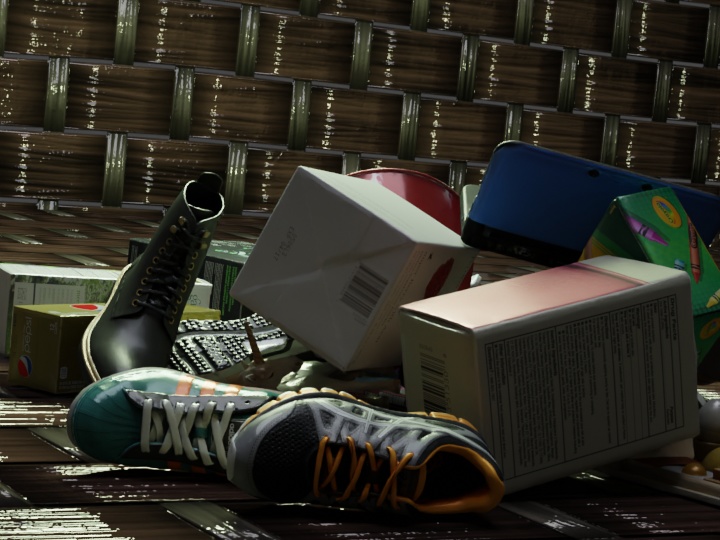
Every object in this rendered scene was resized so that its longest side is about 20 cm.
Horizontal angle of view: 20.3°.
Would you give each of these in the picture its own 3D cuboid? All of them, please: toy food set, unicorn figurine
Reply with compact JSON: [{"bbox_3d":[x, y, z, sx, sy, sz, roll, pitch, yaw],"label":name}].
[{"bbox_3d":[0.292,0.139,1.555,0.143,0.061,0.199,1,6,-41],"label":"toy food set"},{"bbox_3d":[-0.036,0.098,1.667,0.136,0.075,0.200,5,-11,-6],"label":"unicorn figurine"}]

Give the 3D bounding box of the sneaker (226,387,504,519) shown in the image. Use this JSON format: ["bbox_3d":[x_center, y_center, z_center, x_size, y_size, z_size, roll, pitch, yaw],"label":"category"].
[{"bbox_3d":[0.008,0.127,1.335,0.198,0.079,0.077,2,15,-24],"label":"sneaker"}]

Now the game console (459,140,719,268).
[{"bbox_3d":[0.193,-0.060,1.699,0.198,0.119,0.171,15,22,-4],"label":"game console"}]

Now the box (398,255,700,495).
[{"bbox_3d":[0.141,0.074,1.497,0.198,0.129,0.109,-13,15,-29],"label":"box"}]

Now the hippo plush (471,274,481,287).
[{"bbox_3d":[0.071,0.012,2.078,0.158,0.202,0.160,-21,25,-24],"label":"hippo plush"}]

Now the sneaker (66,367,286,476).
[{"bbox_3d":[-0.103,0.108,1.410,0.198,0.072,0.080,4,1,-29],"label":"sneaker"}]

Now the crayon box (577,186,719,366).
[{"bbox_3d":[0.219,0.042,1.624,0.058,0.119,0.201,-12,-31,-25],"label":"crayon box"}]

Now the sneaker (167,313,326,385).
[{"bbox_3d":[-0.108,0.084,1.762,0.198,0.081,0.074,-11,43,-21],"label":"sneaker"}]

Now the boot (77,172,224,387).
[{"bbox_3d":[-0.165,0.015,1.651,0.077,0.139,0.201,25,30,-18],"label":"boot"}]

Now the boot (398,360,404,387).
[{"bbox_3d":[0.109,0.115,1.631,0.145,0.071,0.200,17,16,-9],"label":"boot"}]

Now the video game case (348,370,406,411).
[{"bbox_3d":[0.076,0.113,1.832,0.142,0.018,0.199,0,7,-41],"label":"video game case"}]

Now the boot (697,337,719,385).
[{"bbox_3d":[0.223,0.064,1.844,0.186,0.065,0.200,33,-19,-17],"label":"boot"}]

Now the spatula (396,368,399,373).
[{"bbox_3d":[0.124,0.054,1.823,0.199,0.021,0.057,-29,-13,5],"label":"spatula"}]

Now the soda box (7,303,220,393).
[{"bbox_3d":[-0.213,0.065,1.768,0.064,0.069,0.199,9,6,38],"label":"soda box"}]

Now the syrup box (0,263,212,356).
[{"bbox_3d":[-0.247,0.042,1.921,0.198,0.080,0.081,3,5,-22],"label":"syrup box"}]

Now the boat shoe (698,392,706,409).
[{"bbox_3d":[0.202,0.106,1.746,0.200,0.072,0.060,20,28,26],"label":"boat shoe"}]

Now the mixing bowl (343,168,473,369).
[{"bbox_3d":[0.020,0.018,1.853,0.198,0.201,0.109,4,39,-14],"label":"mixing bowl"}]

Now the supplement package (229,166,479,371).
[{"bbox_3d":[0.000,0.000,1.660,0.119,0.122,0.200,32,9,16],"label":"supplement package"}]

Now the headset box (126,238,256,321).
[{"bbox_3d":[-0.125,0.024,2.158,0.199,0.094,0.173,11,7,41],"label":"headset box"}]
